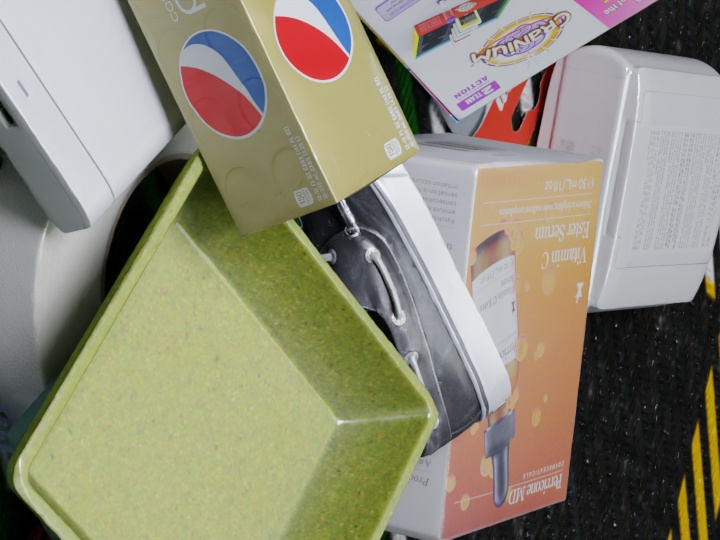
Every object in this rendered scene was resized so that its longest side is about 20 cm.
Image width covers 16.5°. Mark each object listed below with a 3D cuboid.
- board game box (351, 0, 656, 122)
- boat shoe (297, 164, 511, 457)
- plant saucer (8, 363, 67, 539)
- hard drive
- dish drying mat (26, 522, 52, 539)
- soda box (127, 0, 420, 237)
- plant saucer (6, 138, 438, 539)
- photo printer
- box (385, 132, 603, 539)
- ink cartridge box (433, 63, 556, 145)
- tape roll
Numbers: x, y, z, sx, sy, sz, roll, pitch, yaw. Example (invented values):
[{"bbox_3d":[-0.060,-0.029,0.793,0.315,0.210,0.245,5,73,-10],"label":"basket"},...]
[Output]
[{"bbox_3d":[0.065,-0.169,1.258,0.200,0.152,0.041,42,21,-55],"label":"board game box"},{"bbox_3d":[0.000,0.000,1.225,0.068,0.072,0.201,-36,110,-21],"label":"boat shoe"},{"bbox_3d":[-0.096,0.037,1.145,0.200,0.019,0.070,-52,139,-40],"label":"plant saucer"},{"bbox_3d":[-0.105,-0.130,1.101,0.132,0.027,0.200,57,47,-22],"label":"hard drive"},{"bbox_3d":[-0.117,0.182,1.227,0.200,0.018,0.077,51,55,-53],"label":"dish drying mat"},{"bbox_3d":[-0.055,-0.122,1.073,0.064,0.068,0.201,-33,101,-43],"label":"soda box"},{"bbox_3d":[-0.067,0.077,1.110,0.200,0.048,0.201,52,50,-33],"label":"plant saucer"},{"bbox_3d":[0.178,-0.057,1.597,0.200,0.069,0.168,-4,105,-61],"label":"photo printer"},{"bbox_3d":[0.046,0.031,1.368,0.152,0.106,0.202,-9,107,-58],"label":"box"},{"bbox_3d":[0.094,-0.153,1.453,0.200,0.057,0.163,54,53,-45],"label":"ink cartridge box"},{"bbox_3d":[-0.104,-0.004,1.172,0.202,0.037,0.204,-25,120,-55],"label":"tape roll"}]
